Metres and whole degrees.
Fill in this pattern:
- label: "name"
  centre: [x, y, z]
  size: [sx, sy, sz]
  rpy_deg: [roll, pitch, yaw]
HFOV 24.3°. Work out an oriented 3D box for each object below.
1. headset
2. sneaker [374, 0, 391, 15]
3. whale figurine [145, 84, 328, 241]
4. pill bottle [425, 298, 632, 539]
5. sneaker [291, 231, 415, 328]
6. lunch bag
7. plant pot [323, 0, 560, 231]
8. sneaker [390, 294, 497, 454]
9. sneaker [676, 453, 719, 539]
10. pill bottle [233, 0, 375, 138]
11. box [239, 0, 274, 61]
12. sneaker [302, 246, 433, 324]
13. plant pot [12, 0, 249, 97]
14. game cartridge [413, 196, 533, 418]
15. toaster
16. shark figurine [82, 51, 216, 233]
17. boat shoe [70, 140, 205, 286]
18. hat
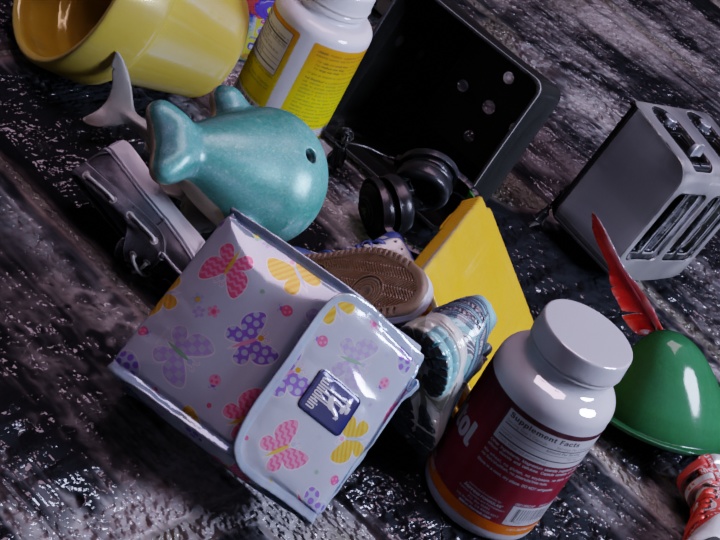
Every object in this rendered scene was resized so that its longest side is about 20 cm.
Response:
- label: "headset"
  centre: [0.042, -0.075, 1.753]
  size: [0.123, 0.094, 0.200]
  rpy_deg: [-35, 73, -33]
- label: "sneaker"
  centre: [0.002, -0.381, 2.182]
  size: [0.087, 0.076, 0.200]
  rpy_deg: [-8, 42, -25]
- label: "whale figurine"
  centre: [-0.105, -0.097, 1.491]
  size: [0.200, 0.103, 0.160]
  rpy_deg: [22, 58, -52]
- label: "pill bottle"
  centre: [0.145, 0.125, 1.424]
  size: [0.112, 0.200, 0.113]
  rpy_deg: [22, 31, -14]
- label: "sneaker"
  centre: [0.000, 0.000, 1.576]
  size: [0.199, 0.089, 0.075]
  rpy_deg: [20, -11, -29]
- label: "lunch bag"
  centre: [-0.069, 0.077, 1.320]
  size: [0.200, 0.170, 0.127]
  rpy_deg: [37, -11, 7]
- label: "plant pot"
  centre: [0.108, -0.184, 1.868]
  size: [0.200, 0.200, 0.177]
  rpy_deg: [41, 21, 18]
- label: "sneaker"
  centre: [0.072, 0.088, 1.425]
  size: [0.086, 0.200, 0.078]
  rpy_deg: [-34, 74, -25]
- label: "sneaker"
  centre: [0.323, 0.231, 1.557]
  size: [0.201, 0.067, 0.108]
  rpy_deg: [-3, 43, -48]
- label: "pill bottle"
  centre: [-0.059, -0.224, 1.758]
  size: [0.109, 0.200, 0.109]
  rpy_deg: [22, 32, -14]
- label: "box"
  centre: [-0.126, -0.341, 1.949]
  size: [0.199, 0.122, 0.193]
  rpy_deg: [13, 36, -26]
- label: "sneaker"
  centre: [-0.002, 0.040, 1.456]
  size: [0.113, 0.199, 0.071]
  rpy_deg: [51, 55, -39]
- label: "plant pot"
  centre: [-0.222, -0.269, 1.711]
  size: [0.188, 0.201, 0.201]
  rpy_deg: [24, 27, -42]
- label: "game cartridge"
  centre: [0.108, 0.042, 1.585]
  size: [0.177, 0.032, 0.200]
  rpy_deg: [68, 26, -15]
- label: "toaster"
  centre: [0.330, -0.086, 1.918]
  size: [0.180, 0.200, 0.119]
  rpy_deg: [2, 42, -51]
- label: "shark figurine"
  centre: [-0.163, -0.114, 1.602]
  size: [0.128, 0.090, 0.215]
  rpy_deg: [18, 27, -53]
- label: "boat shoe"
  centre: [-0.188, -0.025, 1.496]
  size: [0.068, 0.072, 0.200]
  rpy_deg: [-32, 77, -21]
- label: "hat"
  centre: [0.318, 0.068, 1.645]
  size: [0.199, 0.177, 0.166]
  rpy_deg: [8, 21, -29]
